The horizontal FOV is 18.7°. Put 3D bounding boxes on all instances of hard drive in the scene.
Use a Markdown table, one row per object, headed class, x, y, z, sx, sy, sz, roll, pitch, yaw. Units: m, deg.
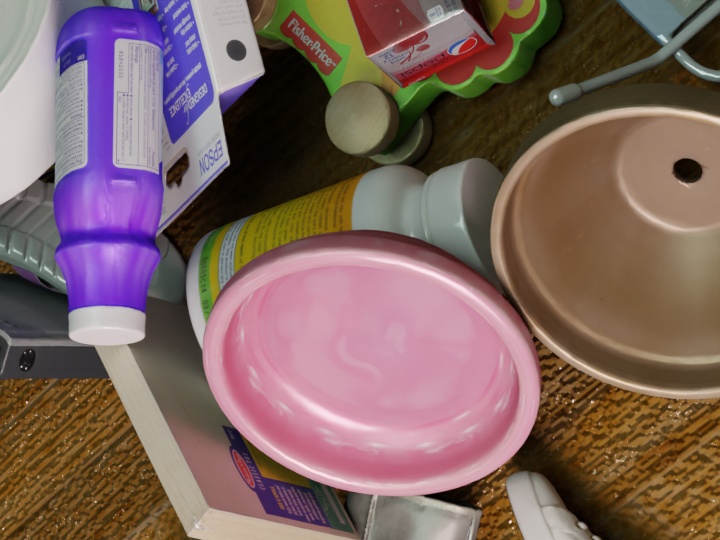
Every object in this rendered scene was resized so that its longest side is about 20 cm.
| class | x | y | z | sx | sy | sz | roll | pitch | yaw |
| --- | --- | --- | --- | --- | --- | --- | --- | --- | --- |
| hard drive | -0.218 | 0.035 | 1.432 | 0.139 | 0.199 | 0.033 | 22 | 98 | 30 |

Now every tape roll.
| class | x | y | z | sx | sy | sz | roll | pitch | yaw |
| --- | --- | --- | --- | --- | --- | --- | --- | --- | --- |
| tape roll | -0.264 | -0.134 | 1.446 | 0.201 | 0.071 | 0.204 | -18 | 52 | 24 |

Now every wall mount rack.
| class | x | y | z | sx | sy | sz | roll | pitch | yaw |
| --- | --- | --- | --- | --- | --- | --- | --- | --- | --- |
| wall mount rack | 0.143 | -0.179 | 1.262 | 0.173 | 0.075 | 0.200 | -40 | 67 | -3 |

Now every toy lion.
| class | x | y | z | sx | sy | sz | roll | pitch | yaw |
| --- | --- | --- | --- | --- | --- | --- | --- | --- | --- |
| toy lion | 0.026 | -0.178 | 1.373 | 0.200 | 0.069 | 0.192 | 45 | 104 | 25 |

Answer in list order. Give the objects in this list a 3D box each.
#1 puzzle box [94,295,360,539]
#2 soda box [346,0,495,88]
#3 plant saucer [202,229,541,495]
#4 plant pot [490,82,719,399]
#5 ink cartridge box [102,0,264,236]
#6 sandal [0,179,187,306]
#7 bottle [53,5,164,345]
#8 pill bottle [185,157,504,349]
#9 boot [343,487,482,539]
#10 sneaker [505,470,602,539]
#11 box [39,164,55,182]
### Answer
| class | x | y | z | sx | sy | sz | roll | pitch | yaw |
| --- | --- | --- | --- | --- | --- | --- | --- | --- | --- |
| puzzle box | -0.090 | 0.094 | 1.359 | 0.025 | 0.132 | 0.201 | -49 | 48 | 21 |
| soda box | 0.013 | -0.218 | 1.324 | 0.070 | 0.063 | 0.202 | -24 | 69 | 15 |
| plant saucer | 0.009 | 0.048 | 1.278 | 0.199 | 0.201 | 0.051 | -21 | 35 | 29 |
| plant pot | 0.179 | -0.032 | 1.226 | 0.199 | 0.093 | 0.202 | 9 | 129 | 12 |
| ink cartridge box | -0.120 | -0.136 | 1.409 | 0.198 | 0.043 | 0.202 | 147 | 113 | -64 |
| sandal | -0.209 | -0.017 | 1.487 | 0.201 | 0.083 | 0.050 | 24 | 146 | 2 |
| bottle | -0.154 | -0.057 | 1.338 | 0.083 | 0.065 | 0.202 | 144 | 128 | -65 |
| pill bottle | 0.000 | 0.000 | 1.348 | 0.199 | 0.111 | 0.112 | -19 | 79 | 30 |
| boot | -0.016 | 0.225 | 1.378 | 0.180 | 0.072 | 0.202 | 9 | 96 | 29 |
| sneaker | 0.158 | 0.195 | 1.283 | 0.084 | 0.073 | 0.201 | -29 | 68 | 0 |
| box | -0.270 | -0.080 | 1.536 | 0.200 | 0.064 | 0.070 | -38 | 47 | 26 |
